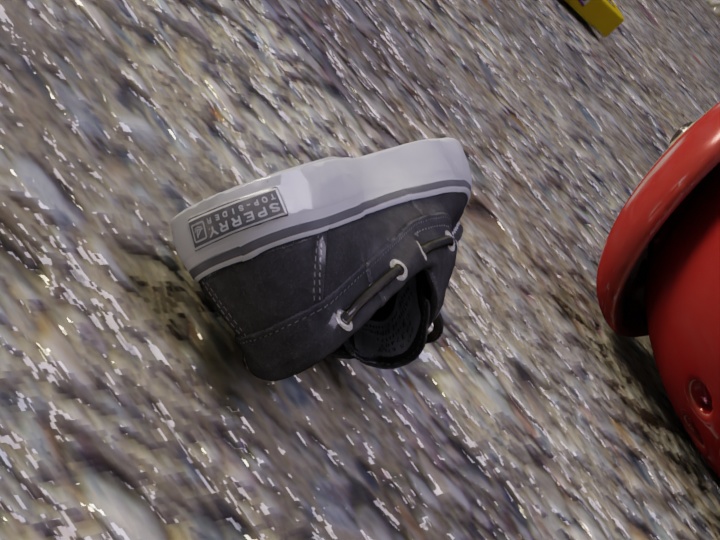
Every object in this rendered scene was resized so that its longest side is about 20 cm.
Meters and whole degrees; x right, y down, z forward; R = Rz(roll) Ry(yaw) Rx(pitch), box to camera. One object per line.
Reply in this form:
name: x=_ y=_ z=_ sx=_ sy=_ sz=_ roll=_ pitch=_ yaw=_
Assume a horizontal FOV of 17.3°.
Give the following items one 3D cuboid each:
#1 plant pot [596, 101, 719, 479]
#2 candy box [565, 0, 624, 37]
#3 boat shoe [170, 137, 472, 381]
plant pot: x=0.225 y=0.015 z=1.117 sx=0.183 sy=0.201 sz=0.200 roll=49 pitch=13 yaw=24
candy box: x=0.119 y=-0.259 z=1.769 sx=0.200 sy=0.026 sz=0.103 roll=37 pitch=17 yaw=-42
boat shoe: x=0.000 y=0.000 z=0.755 sx=0.200 sy=0.069 sz=0.067 roll=-13 pitch=82 yaw=-77
